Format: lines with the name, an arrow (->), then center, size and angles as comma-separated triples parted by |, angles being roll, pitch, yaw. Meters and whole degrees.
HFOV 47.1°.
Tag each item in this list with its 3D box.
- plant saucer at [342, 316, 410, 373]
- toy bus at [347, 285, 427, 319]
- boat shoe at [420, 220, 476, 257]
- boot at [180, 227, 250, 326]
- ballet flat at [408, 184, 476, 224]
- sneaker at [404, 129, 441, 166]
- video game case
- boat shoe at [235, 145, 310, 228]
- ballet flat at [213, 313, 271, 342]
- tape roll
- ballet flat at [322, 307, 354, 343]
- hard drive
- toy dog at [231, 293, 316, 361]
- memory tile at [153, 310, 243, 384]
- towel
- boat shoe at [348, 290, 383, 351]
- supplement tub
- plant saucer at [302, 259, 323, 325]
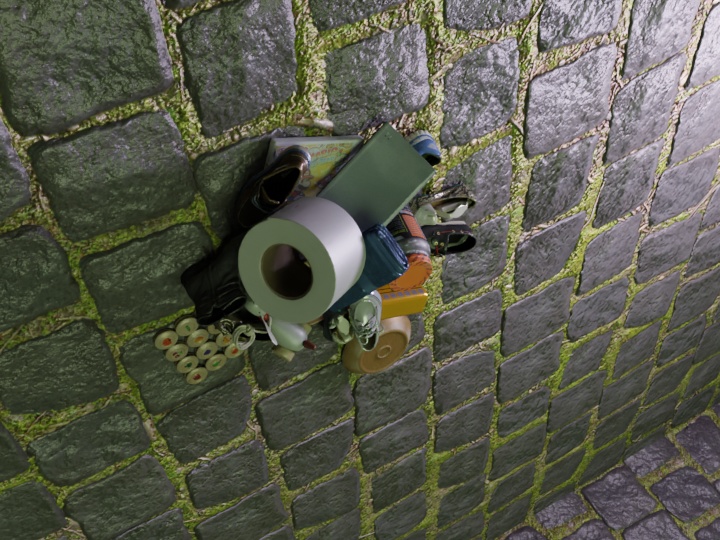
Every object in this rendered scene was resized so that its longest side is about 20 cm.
plant saucer -> 0.050, 0.193, 2.060 | 0.199, 0.035, 0.201 | -22, 139, -21
toy bus -> 0.052, 0.069, 1.918 | 0.199, 0.078, 0.065 | -8, 133, -33
boat shoe -> 0.178, -0.068, 1.900 | 0.200, 0.063, 0.074 | -10, 135, -30
boot -> -0.242, 0.014, 1.582 | 0.200, 0.132, 0.070 | -39, 141, 4
ballet flat -> 0.170, -0.137, 1.813 | 0.199, 0.075, 0.068 | -19, 139, -23
sneaker -> 0.075, -0.202, 1.654 | 0.199, 0.089, 0.079 | -31, 151, -8
video game case -> -0.100, -0.175, 1.601 | 0.199, 0.023, 0.183 | -8, 132, -33
boat shoe -> -0.169, -0.143, 1.506 | 0.072, 0.073, 0.200 | 34, 120, -16
ballet flat -> -0.233, 0.128, 1.741 | 0.067, 0.047, 0.200 | -32, 149, 23
tape roll -> -0.107, -0.021, 1.529 | 0.139, 0.202, 0.204 | -41, 159, -58
ballet flat -> -0.048, 0.125, 1.847 | 0.073, 0.073, 0.200 | -28, 152, -13
hard drive -> 0.030, -0.168, 1.606 | 0.140, 0.033, 0.200 | 43, 93, -10
toy dog -> -0.160, 0.121, 1.714 | 0.200, 0.096, 0.133 | 21, 84, -52
memory tile -> -0.335, 0.156, 1.745 | 0.153, 0.017, 0.200 | -34, 141, -7
towel -> -0.007, -0.003, 1.608 | 0.199, 0.112, 0.049 | -30, -168, 29
boat shoe -> 0.012, 0.119, 1.799 | 0.074, 0.087, 0.202 | -4, 147, -3
supplement tub -> 0.065, -0.065, 1.686 | 0.122, 0.201, 0.123 | -16, 147, -11
plant saucer -> -0.110, 0.038, 1.792 | 0.199, 0.035, 0.201 | -21, 139, -20
